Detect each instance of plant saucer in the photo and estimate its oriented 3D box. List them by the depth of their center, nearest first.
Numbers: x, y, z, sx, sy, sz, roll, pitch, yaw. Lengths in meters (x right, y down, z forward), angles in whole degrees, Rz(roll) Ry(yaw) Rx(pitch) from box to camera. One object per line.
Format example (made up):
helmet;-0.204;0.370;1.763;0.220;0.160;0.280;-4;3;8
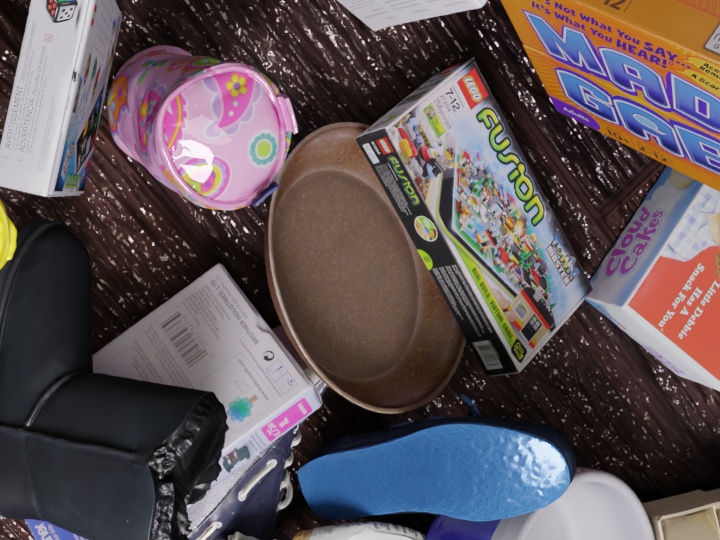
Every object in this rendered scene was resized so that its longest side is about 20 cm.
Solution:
plant saucer;0.000;0.000;0.905;0.199;0.036;0.203;19;64;-44

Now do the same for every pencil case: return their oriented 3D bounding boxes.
pencil case;-0.102;-0.092;0.811;0.087;0.200;0.088;-4;102;-20

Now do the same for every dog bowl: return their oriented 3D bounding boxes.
dog bowl;0.126;0.236;0.925;0.199;0.078;0.203;-3;94;-46

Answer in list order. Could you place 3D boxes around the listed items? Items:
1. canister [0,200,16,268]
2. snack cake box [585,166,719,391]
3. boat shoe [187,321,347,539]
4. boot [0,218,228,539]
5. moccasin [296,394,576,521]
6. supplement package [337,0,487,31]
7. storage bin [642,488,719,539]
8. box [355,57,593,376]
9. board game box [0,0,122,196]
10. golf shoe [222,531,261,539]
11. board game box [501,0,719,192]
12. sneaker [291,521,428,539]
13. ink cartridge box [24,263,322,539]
canister;-0.282;-0.014;0.760;0.148;0.200;0.087;-33;105;-12
snack cake box;0.278;-0.025;1.017;0.115;0.067;0.201;37;84;-20
boat shoe;-0.072;0.124;0.923;0.200;0.075;0.093;-42;123;-10
boot;-0.156;0.072;0.817;0.166;0.076;0.202;6;71;20
moccasin;0.051;0.121;0.883;0.068;0.198;0.081;-34;116;-59
supplement package;0.043;-0.254;0.842;0.111;0.200;0.156;37;84;-18
storage bin;0.306;0.262;1.045;0.198;0.094;0.201;-10;98;-17
box;0.086;-0.038;0.946;0.110;0.035;0.201;-42;109;-36
board game box;-0.176;-0.109;0.785;0.034;0.200;0.128;13;91;-8
golf shoe;-0.109;0.271;0.895;0.200;0.079;0.097;-40;122;18
board game box;0.238;-0.194;0.874;0.201;0.199;0.200;-55;148;-6
sneaker;0.029;0.236;0.918;0.199;0.075;0.089;31;54;-39
ink cartridge box;-0.138;0.099;0.866;0.199;0.120;0.042;-35;150;-9
